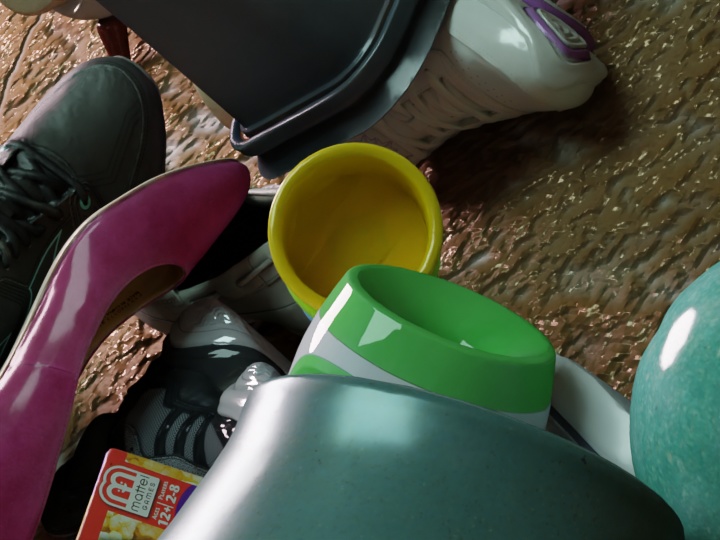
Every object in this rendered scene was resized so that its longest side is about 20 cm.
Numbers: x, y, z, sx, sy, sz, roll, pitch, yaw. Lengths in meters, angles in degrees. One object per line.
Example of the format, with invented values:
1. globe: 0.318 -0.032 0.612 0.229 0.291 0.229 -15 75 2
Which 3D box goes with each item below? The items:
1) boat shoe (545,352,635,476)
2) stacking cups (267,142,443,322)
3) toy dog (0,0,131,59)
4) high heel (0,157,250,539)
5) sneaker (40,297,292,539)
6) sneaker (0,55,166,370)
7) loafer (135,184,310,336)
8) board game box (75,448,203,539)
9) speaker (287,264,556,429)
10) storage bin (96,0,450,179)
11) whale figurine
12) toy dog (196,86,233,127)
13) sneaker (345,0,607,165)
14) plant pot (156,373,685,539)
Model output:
1. boat shoe: 0.058 0.064 1.008 0.066 0.072 0.200 -53 28 -3
2. stacking cups: 0.000 0.000 1.074 0.061 0.060 0.200 -50 -6 -5
3. toy dog: -0.099 -0.171 1.496 0.199 0.097 0.132 -22 14 49
4. high heel: -0.100 0.039 1.150 0.200 0.096 0.067 -37 -14 -25
5. sneaker: -0.059 0.089 1.135 0.114 0.075 0.200 -47 23 2
6. sneaker: -0.143 -0.007 1.212 0.201 0.075 0.079 -60 -11 -14
7. loafer: -0.058 -0.011 1.256 0.199 0.070 0.070 0 53 54
8. board game box: -0.106 0.187 1.023 0.152 0.046 0.201 111 176 -49
9. speaker: -0.005 0.104 0.957 0.201 0.088 0.088 -69 25 15
10. storage bin: -0.028 -0.165 1.203 0.145 0.134 0.201 -23 39 54
11. whale figurine: 0.146 0.014 0.888 0.159 0.103 0.201 113 -178 -53
12. toy dog: -0.068 -0.170 1.366 0.131 0.201 0.096 -15 17 6
13. sneaker: 0.036 -0.075 1.225 0.100 0.075 0.200 -58 22 -5
14. plant pot: 0.001 0.138 0.815 0.199 0.199 0.189 -4 62 51
